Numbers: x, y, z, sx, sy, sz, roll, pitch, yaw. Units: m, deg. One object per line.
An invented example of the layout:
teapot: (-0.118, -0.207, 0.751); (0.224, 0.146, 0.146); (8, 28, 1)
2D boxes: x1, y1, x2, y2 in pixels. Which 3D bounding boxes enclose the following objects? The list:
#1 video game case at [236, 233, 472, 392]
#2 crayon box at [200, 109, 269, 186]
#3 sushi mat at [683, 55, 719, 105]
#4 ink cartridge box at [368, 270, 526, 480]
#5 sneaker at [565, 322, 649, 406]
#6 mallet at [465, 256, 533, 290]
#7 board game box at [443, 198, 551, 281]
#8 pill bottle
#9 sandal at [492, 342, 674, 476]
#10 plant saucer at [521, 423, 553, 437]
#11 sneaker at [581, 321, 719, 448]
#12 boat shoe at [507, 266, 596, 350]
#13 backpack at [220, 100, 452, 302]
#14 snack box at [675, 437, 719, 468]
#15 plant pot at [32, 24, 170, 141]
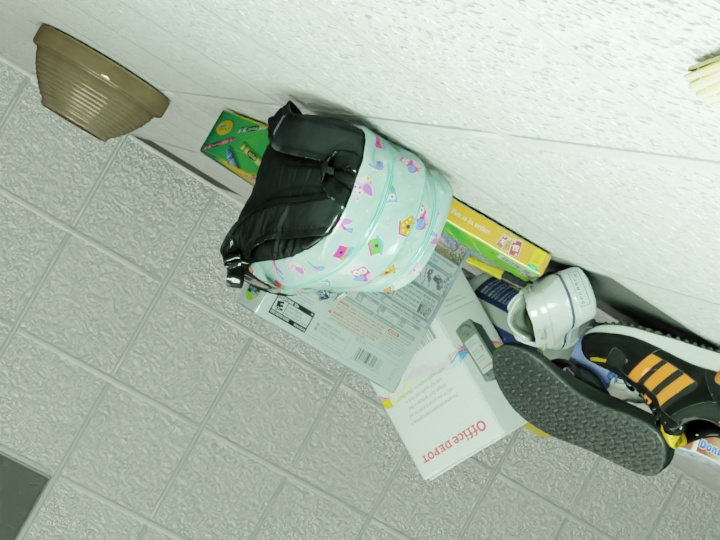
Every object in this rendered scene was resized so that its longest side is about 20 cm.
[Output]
video game case: (0.000, 0.000, 1.506); (0.199, 0.182, 0.045); (32, 177, -35)
crayon box: (-0.079, -0.109, 1.656); (0.118, 0.059, 0.199); (32, 176, -35)
sushi mat: (0.175, -0.052, 0.493); (0.095, 0.012, 0.200); (30, 177, -4)
ink cartridge box: (0.089, 0.112, 1.678); (0.085, 0.147, 0.201); (-23, -100, -45)
sneaker: (0.298, 0.102, 1.414); (0.198, 0.081, 0.115); (23, 173, 6)
mallet: (0.143, 0.001, 1.590); (0.199, 0.041, 0.066); (25, 179, 22)
board game box: (0.079, -0.051, 1.382); (0.199, 0.030, 0.096); (28, 176, 0)
pill bottle: (0.168, 0.070, 1.727); (0.199, 0.112, 0.111); (28, 177, 34)
sandal: (0.211, 0.128, 1.411); (0.199, 0.076, 0.048); (30, -142, 29)
plant saucer: (0.196, 0.120, 1.819); (0.199, 0.049, 0.200); (29, -144, 19)
sneaker: (0.271, 0.108, 1.326); (0.199, 0.091, 0.070); (15, 168, 39)
boat shoe: (0.167, 0.036, 1.395); (0.200, 0.066, 0.074); (90, 162, -76)
backpack: (-0.018, -0.054, 1.249); (0.126, 0.169, 0.199); (19, 169, -27)
snack box: (0.279, 0.154, 1.436); (0.071, 0.025, 0.199); (26, 173, -30)
plant pot: (-0.362, -0.237, 1.998); (0.200, 0.093, 0.201); (31, 176, 2)
